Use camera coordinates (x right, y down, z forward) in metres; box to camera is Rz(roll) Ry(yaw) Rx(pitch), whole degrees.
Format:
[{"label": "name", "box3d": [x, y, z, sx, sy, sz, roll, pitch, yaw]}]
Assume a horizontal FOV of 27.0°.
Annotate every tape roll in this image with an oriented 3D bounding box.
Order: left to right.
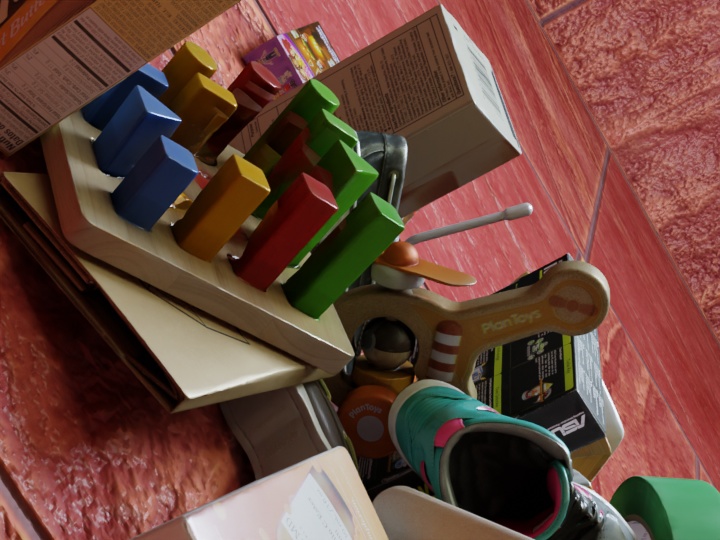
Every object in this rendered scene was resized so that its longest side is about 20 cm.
[{"label": "tape roll", "box3d": [0.200, 0.238, 0.994, 0.200, 0.048, 0.201, -176, -90, -82]}]

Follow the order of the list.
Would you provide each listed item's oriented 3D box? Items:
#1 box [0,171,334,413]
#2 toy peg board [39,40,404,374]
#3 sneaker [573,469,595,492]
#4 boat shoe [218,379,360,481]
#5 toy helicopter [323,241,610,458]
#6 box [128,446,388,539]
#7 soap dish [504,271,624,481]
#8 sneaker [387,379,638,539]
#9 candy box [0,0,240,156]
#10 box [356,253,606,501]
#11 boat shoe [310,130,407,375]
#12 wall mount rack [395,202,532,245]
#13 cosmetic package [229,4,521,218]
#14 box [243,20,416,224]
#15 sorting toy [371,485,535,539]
[{"label": "box", "box3d": [-0.103, 0.008, 0.867, 0.164, 0.021, 0.200, 47, 18, 16]}, {"label": "toy peg board", "box3d": [-0.080, -0.068, 0.886, 0.199, 0.098, 0.200, 30, 22, -36]}, {"label": "sneaker", "box3d": [0.135, 0.214, 1.022, 0.200, 0.078, 0.077, -101, -179, -50]}, {"label": "boat shoe", "box3d": [-0.031, 0.129, 0.910, 0.059, 0.072, 0.200, 28, 32, -54]}, {"label": "toy helicopter", "box3d": [0.059, 0.030, 0.958, 0.079, 0.199, 0.133, -65, 137, -71]}, {"label": "box", "box3d": [-0.052, 0.186, 0.717, 0.153, 0.106, 0.200, 64, 18, 6]}, {"label": "soap dish", "box3d": [0.131, 0.115, 1.215, 0.200, 0.081, 0.158, 104, -34, -64]}, {"label": "sneaker", "box3d": [0.108, 0.145, 0.892, 0.200, 0.084, 0.121, 38, 0, -11]}, {"label": "candy box", "box3d": [-0.137, -0.162, 0.827, 0.055, 0.200, 0.116, 42, 27, -39]}, {"label": "box", "box3d": [0.076, 0.087, 1.052, 0.048, 0.193, 0.200, 57, 18, -20]}, {"label": "boat shoe", "box3d": [0.000, 0.000, 1.024, 0.072, 0.071, 0.201, -108, -159, -61]}, {"label": "wall mount rack", "box3d": [0.036, -0.056, 1.176, 0.074, 0.174, 0.200, 17, 46, -41]}, {"label": "cosmetic package", "box3d": [0.005, -0.094, 1.112, 0.087, 0.200, 0.104, 39, 30, -51]}, {"label": "box", "box3d": [-0.020, -0.120, 1.331, 0.200, 0.039, 0.137, 60, 19, -7]}, {"label": "sorting toy", "box3d": [0.068, 0.233, 0.795, 0.036, 0.185, 0.201, -15, 110, -39]}]
